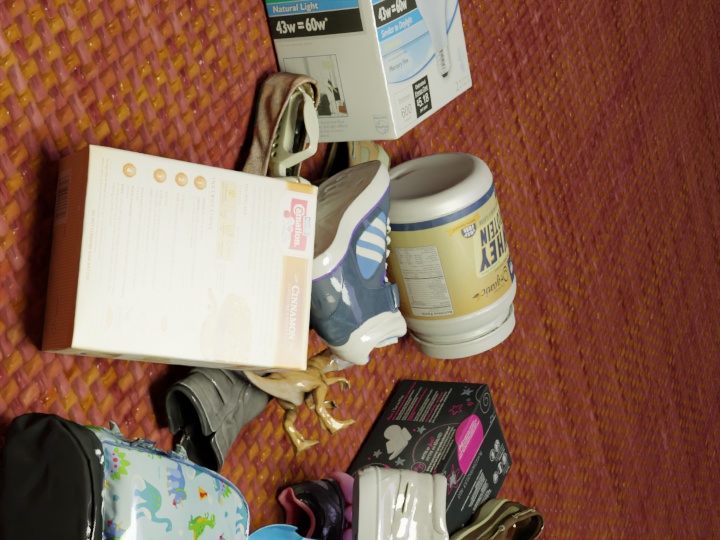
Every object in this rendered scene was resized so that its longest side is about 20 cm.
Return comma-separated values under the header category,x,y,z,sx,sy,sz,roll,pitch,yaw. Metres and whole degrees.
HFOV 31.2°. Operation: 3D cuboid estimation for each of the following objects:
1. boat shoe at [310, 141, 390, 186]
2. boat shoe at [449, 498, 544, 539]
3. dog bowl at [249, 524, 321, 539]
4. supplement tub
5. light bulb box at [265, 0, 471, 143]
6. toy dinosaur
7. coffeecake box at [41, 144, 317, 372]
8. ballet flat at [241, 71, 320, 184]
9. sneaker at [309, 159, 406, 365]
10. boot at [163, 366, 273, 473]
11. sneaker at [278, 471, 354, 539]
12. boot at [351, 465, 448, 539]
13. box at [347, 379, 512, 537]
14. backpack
category,x,y,z,sx,sy,sz,roll,pitch,yaw
boat shoe,-0.029,-0.065,1.327,0.076,0.071,0.201,43,44,-34
boat shoe,0.136,0.304,1.362,0.202,0.075,0.075,-43,127,-50
dog bowl,-0.051,0.302,1.211,0.199,0.049,0.112,19,74,-31
supplement tub,0.096,-0.016,1.454,0.144,0.144,0.201,-49,131,-49
light bulb box,0.009,-0.256,1.326,0.198,0.124,0.201,-41,125,-53
toy dinosaur,-0.064,0.109,1.171,0.107,0.060,0.200,61,22,13
coffeecake box,-0.140,-0.003,1.027,0.199,0.073,0.154,9,80,-31
ballet flat,-0.076,-0.100,1.231,0.068,0.067,0.201,28,66,-57
sneaker,0.000,0.000,1.249,0.147,0.080,0.200,63,30,-26
boot,-0.129,0.069,1.129,0.132,0.070,0.201,-52,132,-50
sneaker,-0.050,0.301,1.278,0.095,0.079,0.201,7,79,-45
boot,0.039,0.282,1.185,0.074,0.095,0.201,129,-35,-78
box,0.073,0.235,1.439,0.200,0.114,0.133,-55,136,-43
backpack,-0.178,0.204,0.993,0.200,0.153,0.164,51,39,-65
